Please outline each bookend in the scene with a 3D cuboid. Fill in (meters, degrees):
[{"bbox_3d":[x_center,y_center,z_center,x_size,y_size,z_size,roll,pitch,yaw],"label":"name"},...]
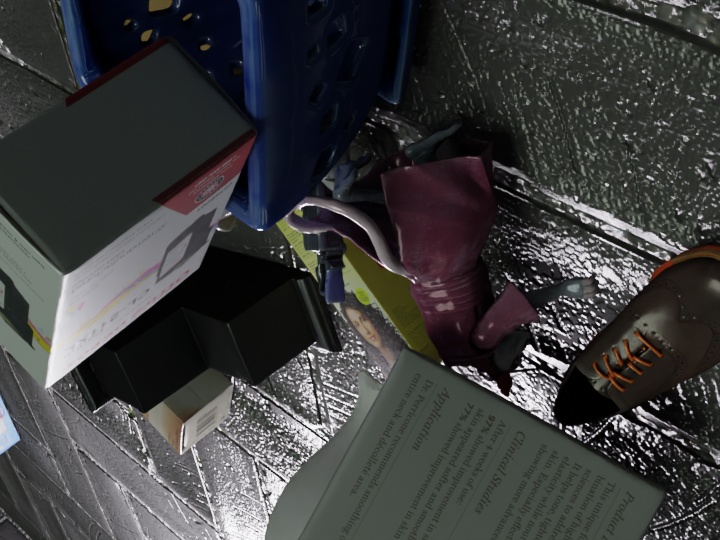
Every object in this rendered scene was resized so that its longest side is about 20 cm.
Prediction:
[{"bbox_3d":[-0.161,0.074,1.102,0.200,0.199,0.092,13,130,48],"label":"bookend"}]

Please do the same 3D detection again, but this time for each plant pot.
[{"bbox_3d":[-0.068,-0.183,0.708,0.200,0.180,0.200,38,148,23],"label":"plant pot"}]

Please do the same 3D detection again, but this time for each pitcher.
[{"bbox_3d":[0.006,0.201,0.969,0.121,0.200,0.172,25,175,26],"label":"pitcher"}]

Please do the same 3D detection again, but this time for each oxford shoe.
[{"bbox_3d":[0.187,0.053,0.710,0.071,0.073,0.200,46,150,12],"label":"oxford shoe"}]

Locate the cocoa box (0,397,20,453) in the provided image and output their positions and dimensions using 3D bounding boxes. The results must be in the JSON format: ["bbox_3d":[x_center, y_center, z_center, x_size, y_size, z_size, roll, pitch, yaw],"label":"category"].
[{"bbox_3d":[-0.873,0.326,2.458,0.131,0.133,0.200,31,145,31],"label":"cocoa box"}]

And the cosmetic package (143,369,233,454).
[{"bbox_3d":[-0.263,0.125,1.417,0.200,0.087,0.103,42,150,18],"label":"cosmetic package"}]

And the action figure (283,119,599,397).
[{"bbox_3d":[0.064,0.006,0.765,0.134,0.149,0.200,-4,113,52],"label":"action figure"}]

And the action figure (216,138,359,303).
[{"bbox_3d":[-0.073,-0.069,0.847,0.193,0.104,0.200,-8,89,50],"label":"action figure"}]

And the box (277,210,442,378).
[{"bbox_3d":[0.000,0.000,0.944,0.200,0.050,0.075,54,151,-2],"label":"box"}]

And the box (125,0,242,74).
[{"bbox_3d":[-0.169,-0.240,0.951,0.163,0.021,0.200,27,141,38],"label":"box"}]

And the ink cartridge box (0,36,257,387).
[{"bbox_3d":[-0.158,-0.028,0.674,0.083,0.146,0.200,46,152,5],"label":"ink cartridge box"}]

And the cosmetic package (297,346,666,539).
[{"bbox_3d":[0.082,0.175,0.797,0.200,0.168,0.166,30,177,7],"label":"cosmetic package"}]
